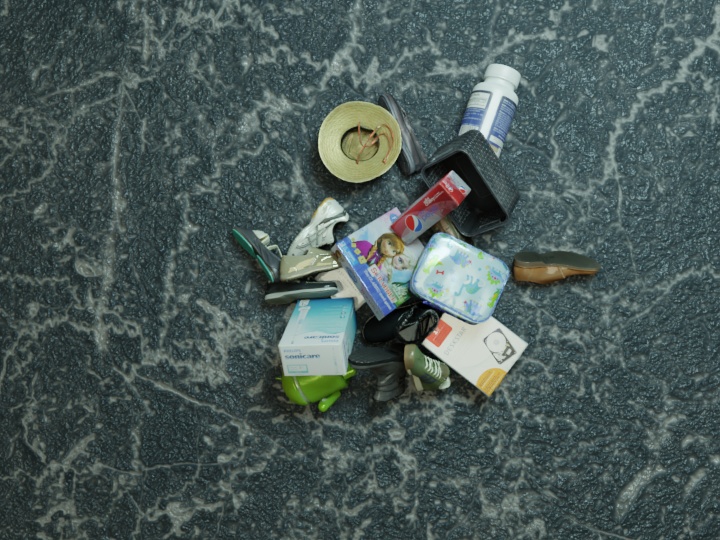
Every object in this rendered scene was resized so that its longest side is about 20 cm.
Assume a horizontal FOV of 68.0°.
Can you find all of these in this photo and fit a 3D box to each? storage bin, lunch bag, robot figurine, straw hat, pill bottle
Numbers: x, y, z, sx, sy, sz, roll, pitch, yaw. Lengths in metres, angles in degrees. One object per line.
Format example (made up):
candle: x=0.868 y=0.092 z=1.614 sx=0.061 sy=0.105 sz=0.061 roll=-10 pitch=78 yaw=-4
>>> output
storage bin: x=0.249 y=-0.193 z=1.200 sx=0.134 sy=0.094 sz=0.201 roll=-20 pitch=116 yaw=47
lunch bag: x=0.215 y=0.022 z=1.195 sx=0.198 sy=0.082 sz=0.163 roll=26 pitch=83 yaw=2
robot figurine: x=-0.105 y=0.253 z=1.303 sx=0.198 sy=0.116 sz=0.177 roll=-26 pitch=99 yaw=8
straw hat: x=0.001 y=-0.304 z=1.297 sx=0.197 sy=0.085 sz=0.205 roll=0 pitch=92 yaw=4
pill bottle: x=0.298 y=-0.363 z=1.238 sx=0.109 sy=0.111 sz=0.203 roll=20 pitch=94 yaw=8

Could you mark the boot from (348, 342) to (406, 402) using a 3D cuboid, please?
boot: x=0.047 y=0.248 z=1.240 sx=0.069 sy=0.198 sz=0.134 roll=26 pitch=109 yaw=48

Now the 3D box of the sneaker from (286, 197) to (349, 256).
sneaker: x=-0.105 y=-0.079 z=1.321 sx=0.087 sy=0.076 sz=0.201 roll=37 pitch=100 yaw=-1

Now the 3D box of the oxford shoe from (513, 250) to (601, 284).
oxford shoe: x=0.457 y=-0.002 z=1.252 sx=0.196 sy=0.072 sz=0.072 roll=2 pitch=119 yaw=8

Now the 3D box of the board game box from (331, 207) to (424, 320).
board game box: x=0.065 y=-0.020 z=1.258 sx=0.198 sy=0.041 sz=0.201 roll=-33 pitch=85 yaw=-29

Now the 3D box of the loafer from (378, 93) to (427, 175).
loafer: x=0.103 y=-0.335 z=1.298 sx=0.062 sy=0.072 sz=0.203 roll=-22 pitch=92 yaw=-20

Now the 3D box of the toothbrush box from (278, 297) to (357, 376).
toothbrush box: x=-0.093 y=0.150 z=1.239 sx=0.144 sy=0.201 sz=0.087 roll=-3 pitch=115 yaw=8

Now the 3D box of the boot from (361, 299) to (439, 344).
boot: x=0.087 y=0.129 z=1.245 sx=0.198 sy=0.168 sz=0.077 roll=-21 pitch=92 yaw=8

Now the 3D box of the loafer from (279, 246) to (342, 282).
loafer: x=-0.102 y=-0.027 z=1.275 sx=0.197 sy=0.076 sz=0.069 roll=-16 pitch=89 yaw=-13

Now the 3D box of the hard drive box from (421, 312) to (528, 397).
hard drive box: x=0.267 y=0.171 z=1.267 sx=0.199 sy=0.077 sz=0.157 roll=36 pitch=95 yaw=7

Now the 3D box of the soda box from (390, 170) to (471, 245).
soda box: x=0.153 y=-0.138 z=1.198 sx=0.063 sy=0.070 sz=0.200 roll=46 pitch=141 yaw=-4

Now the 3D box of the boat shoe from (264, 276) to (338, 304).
boat shoe: x=-0.149 y=0.039 z=1.319 sx=0.197 sy=0.076 sz=0.061 roll=-7 pitch=70 yaw=15

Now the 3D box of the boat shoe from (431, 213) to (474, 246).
boat shoe: x=0.215 y=-0.085 z=1.282 sx=0.067 sy=0.072 sz=0.202 roll=-24 pitch=93 yaw=34

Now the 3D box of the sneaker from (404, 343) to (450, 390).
sneaker: x=0.160 y=0.224 z=1.229 sx=0.088 sy=0.201 sz=0.068 roll=-2 pitch=57 yaw=16

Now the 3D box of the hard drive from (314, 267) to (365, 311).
hard drive: x=0.000 y=0.000 z=1.329 sx=0.200 sy=0.026 sz=0.132 roll=-43 pitch=85 yaw=6

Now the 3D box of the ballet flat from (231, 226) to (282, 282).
ballet flat: x=-0.245 y=-0.051 z=1.341 sx=0.073 sy=0.073 sz=0.200 roll=-47 pitch=64 yaw=6
